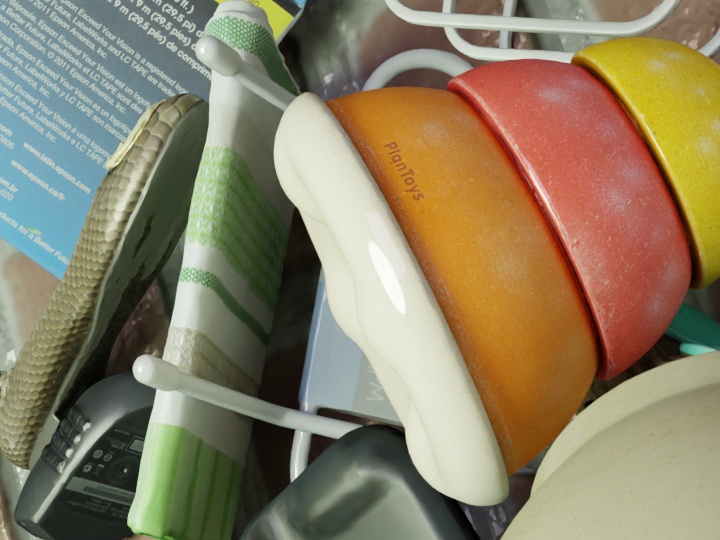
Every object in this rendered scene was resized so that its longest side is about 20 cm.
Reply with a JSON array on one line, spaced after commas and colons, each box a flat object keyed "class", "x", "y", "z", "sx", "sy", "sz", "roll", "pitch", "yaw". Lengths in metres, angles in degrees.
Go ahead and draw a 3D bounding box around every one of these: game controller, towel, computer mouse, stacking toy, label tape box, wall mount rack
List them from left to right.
[{"class": "computer mouse", "x": -0.138, "y": 0.120, "z": 0.933, "sx": 0.200, "sy": 0.058, "sz": 0.034, "roll": -52, "pitch": 45, "yaw": 13}, {"class": "label tape box", "x": -0.118, "y": -0.114, "z": 0.935, "sx": 0.200, "sy": 0.143, "sz": 0.066, "roll": -51, "pitch": 18, "yaw": 7}, {"class": "towel", "x": -0.059, "y": 0.010, "z": 0.861, "sx": 0.030, "sy": 0.149, "sz": 0.201, "roll": 9, "pitch": 79, "yaw": 9}, {"class": "wall mount rack", "x": 0.000, "y": 0.000, "z": 0.815, "sx": 0.075, "sy": 0.173, "sz": 0.201, "roll": 162, "pitch": 120, "yaw": -68}, {"class": "game controller", "x": 0.027, "y": 0.154, "z": 0.755, "sx": 0.104, "sy": 0.042, "sz": 0.201, "roll": -42, "pitch": 69, "yaw": 27}, {"class": "stacking toy", "x": 0.085, "y": -0.026, "z": 0.713, "sx": 0.199, "sy": 0.146, "sz": 0.147, "roll": -26, "pitch": 60, "yaw": -4}]

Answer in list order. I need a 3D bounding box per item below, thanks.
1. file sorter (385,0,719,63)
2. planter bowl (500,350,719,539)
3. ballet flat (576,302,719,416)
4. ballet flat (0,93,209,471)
[{"class": "file sorter", "x": 0.070, "y": -0.147, "z": 0.797, "sx": 0.138, "sy": 0.200, "sz": 0.125, "roll": 6, "pitch": 83, "yaw": 33}, {"class": "planter bowl", "x": 0.111, "y": 0.107, "z": 0.593, "sx": 0.200, "sy": 0.200, "sz": 0.135, "roll": -31, "pitch": 36, "yaw": 20}, {"class": "ballet flat", "x": 0.115, "y": 0.054, "z": 0.739, "sx": 0.200, "sy": 0.067, "sz": 0.073, "roll": -149, "pitch": 75, "yaw": -73}, {"class": "ballet flat", "x": -0.114, "y": 0.004, "z": 0.909, "sx": 0.046, "sy": 0.067, "sz": 0.201, "roll": 36, "pitch": 125, "yaw": 13}]
